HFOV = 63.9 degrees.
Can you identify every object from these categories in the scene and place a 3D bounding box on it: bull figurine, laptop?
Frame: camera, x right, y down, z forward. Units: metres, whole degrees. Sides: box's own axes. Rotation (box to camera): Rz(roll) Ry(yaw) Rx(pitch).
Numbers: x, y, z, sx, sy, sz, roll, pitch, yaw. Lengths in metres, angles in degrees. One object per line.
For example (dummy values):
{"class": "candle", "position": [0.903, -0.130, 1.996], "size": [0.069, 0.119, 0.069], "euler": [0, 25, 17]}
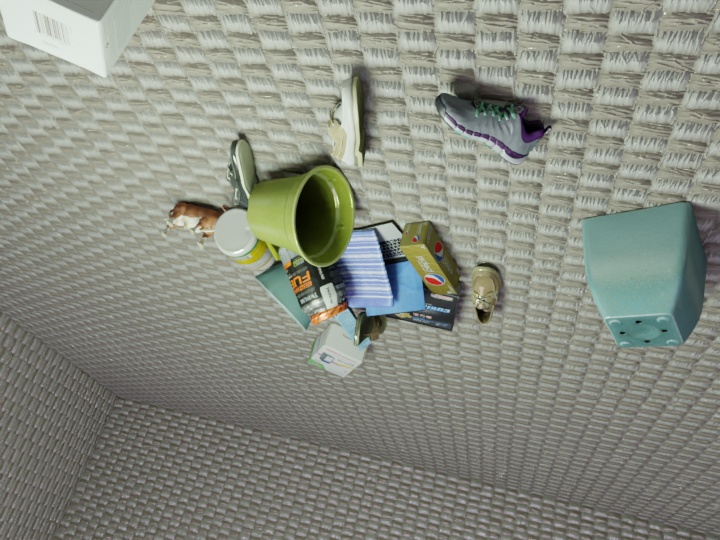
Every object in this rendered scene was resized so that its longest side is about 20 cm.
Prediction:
{"class": "bull figurine", "position": [-0.399, -0.119, 1.433], "size": [0.194, 0.122, 0.067], "euler": [11, 128, 22]}
{"class": "laptop", "position": [0.044, 0.002, 1.385], "size": [0.183, 0.119, 0.200], "euler": [-10, 141, 38]}

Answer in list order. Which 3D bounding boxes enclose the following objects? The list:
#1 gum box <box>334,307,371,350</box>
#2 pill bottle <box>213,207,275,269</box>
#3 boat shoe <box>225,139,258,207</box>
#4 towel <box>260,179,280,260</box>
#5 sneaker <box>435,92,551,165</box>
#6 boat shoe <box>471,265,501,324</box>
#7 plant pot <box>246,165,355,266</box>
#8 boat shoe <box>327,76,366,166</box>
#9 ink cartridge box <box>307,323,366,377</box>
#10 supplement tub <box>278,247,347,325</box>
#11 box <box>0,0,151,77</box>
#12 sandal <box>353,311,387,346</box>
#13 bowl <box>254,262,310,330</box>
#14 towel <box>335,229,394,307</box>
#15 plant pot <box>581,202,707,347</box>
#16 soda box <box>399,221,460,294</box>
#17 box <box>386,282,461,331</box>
{"class": "gum box", "position": [-0.054, 0.100, 1.564], "size": [0.044, 0.171, 0.201], "euler": [-32, 139, -1]}
{"class": "pill bottle", "position": [-0.272, -0.067, 1.413], "size": [0.109, 0.116, 0.200], "euler": [10, 168, 12]}
{"class": "boat shoe", "position": [-0.264, -0.205, 1.252], "size": [0.065, 0.074, 0.202], "euler": [11, 151, 3]}
{"class": "towel", "position": [-0.209, -0.114, 1.360], "size": [0.018, 0.088, 0.202], "euler": [9, 150, 18]}
{"class": "sneaker", "position": [0.215, -0.253, 0.937], "size": [0.196, 0.076, 0.088], "euler": [21, 138, -25]}
{"class": "boat shoe", "position": [0.301, 0.062, 1.397], "size": [0.070, 0.066, 0.202], "euler": [7, 149, 17]}
{"class": "plant pot", "position": [-0.139, -0.122, 1.232], "size": [0.180, 0.204, 0.201], "euler": [9, 152, 37]}
{"class": "boat shoe", "position": [-0.027, -0.259, 1.033], "size": [0.066, 0.077, 0.202], "euler": [7, 150, 6]}
{"class": "ink cartridge box", "position": [-0.076, 0.267, 1.919], "size": [0.142, 0.089, 0.200], "euler": [25, 148, -11]}
{"class": "supplement tub", "position": [-0.110, 0.018, 1.391], "size": [0.122, 0.120, 0.205], "euler": [-29, 83, 53]}
{"class": "box", "position": [-0.405, -0.417, 0.846], "size": [0.148, 0.205, 0.107], "euler": [21, 150, -8]}
{"class": "sandal", "position": [0.035, 0.147, 1.516], "size": [0.056, 0.083, 0.200], "euler": [11, -169, 26]}
{"class": "bowl", "position": [-0.182, 0.054, 1.560], "size": [0.201, 0.105, 0.201], "euler": [45, 171, 9]}
{"class": "towel", "position": [0.000, 0.000, 1.393], "size": [0.141, 0.024, 0.205], "euler": [0, 117, 34]}
{"class": "plant pot", "position": [0.530, 0.027, 1.080], "size": [0.192, 0.205, 0.196], "euler": [-8, 142, 37]}
{"class": "soda box", "position": [0.163, -0.025, 1.330], "size": [0.066, 0.065, 0.201], "euler": [-4, 143, 33]}
{"class": "box", "position": [0.159, 0.078, 1.519], "size": [0.194, 0.051, 0.200], "euler": [13, 151, 10]}
